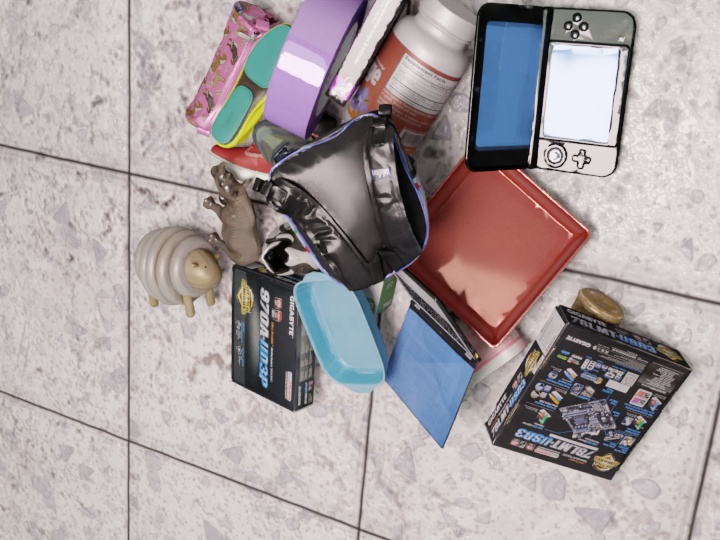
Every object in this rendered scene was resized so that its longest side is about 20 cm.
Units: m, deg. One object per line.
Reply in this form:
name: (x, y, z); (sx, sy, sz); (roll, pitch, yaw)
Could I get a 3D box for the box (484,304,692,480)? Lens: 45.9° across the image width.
box: (0.291, 0.164, 1.101); (0.196, 0.050, 0.201); (19, 117, -16)

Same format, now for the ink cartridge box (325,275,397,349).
ink cartridge box: (0.000, 0.000, 1.259); (0.102, 0.059, 0.204); (21, 112, 22)

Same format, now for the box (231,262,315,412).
box: (-0.139, 0.101, 1.345); (0.157, 0.046, 0.205); (18, 112, 39)

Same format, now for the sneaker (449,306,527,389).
sneaker: (0.133, 0.122, 1.216); (0.200, 0.075, 0.105); (-41, 82, 26)

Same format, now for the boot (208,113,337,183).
boot: (-0.131, -0.200, 1.271); (0.196, 0.072, 0.148); (15, 109, 15)

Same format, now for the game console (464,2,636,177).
game console: (0.233, -0.218, 1.047); (0.172, 0.116, 0.205); (11, 109, 24)

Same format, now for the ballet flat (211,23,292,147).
ballet flat: (-0.144, -0.261, 1.218); (0.067, 0.067, 0.201); (42, 106, 17)

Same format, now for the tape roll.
tape roll: (-0.059, -0.280, 1.129); (0.065, 0.201, 0.203); (26, 115, -1)

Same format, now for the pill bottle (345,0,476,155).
pill bottle: (0.071, -0.259, 1.123); (0.112, 0.112, 0.202); (40, 117, 12)

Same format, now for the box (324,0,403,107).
box: (0.025, -0.323, 1.112); (0.036, 0.144, 0.202); (31, 116, -5)

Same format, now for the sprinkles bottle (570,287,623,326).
sprinkles bottle: (0.275, 0.123, 1.144); (0.068, 0.068, 0.203); (32, 115, 16)

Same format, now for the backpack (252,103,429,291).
backpack: (-0.004, -0.083, 1.067); (0.197, 0.154, 0.194); (-25, 97, 16)

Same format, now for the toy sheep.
toy sheep: (-0.301, -0.006, 1.378); (0.196, 0.137, 0.141); (9, 108, 31)

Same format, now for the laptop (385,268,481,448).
laptop: (0.064, 0.096, 1.152); (0.115, 0.187, 0.201); (-40, 125, -4)

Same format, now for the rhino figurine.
rhino figurine: (-0.191, -0.087, 1.291); (0.087, 0.060, 0.202); (32, 144, 25)

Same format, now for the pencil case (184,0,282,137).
pencil case: (-0.190, -0.295, 1.263); (0.083, 0.086, 0.202); (43, 119, 18)

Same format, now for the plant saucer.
plant saucer: (0.173, -0.037, 1.145); (0.199, 0.037, 0.201); (42, 99, 11)

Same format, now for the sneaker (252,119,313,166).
sneaker: (-0.083, -0.138, 1.189); (0.200, 0.081, 0.074); (46, 111, 12)

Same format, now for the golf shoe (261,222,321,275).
golf shoe: (-0.115, -0.032, 1.260); (0.199, 0.093, 0.080); (1, 95, 58)

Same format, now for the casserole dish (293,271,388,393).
casserole dish: (-0.023, 0.083, 1.224); (0.119, 0.039, 0.204); (-3, 116, 38)
